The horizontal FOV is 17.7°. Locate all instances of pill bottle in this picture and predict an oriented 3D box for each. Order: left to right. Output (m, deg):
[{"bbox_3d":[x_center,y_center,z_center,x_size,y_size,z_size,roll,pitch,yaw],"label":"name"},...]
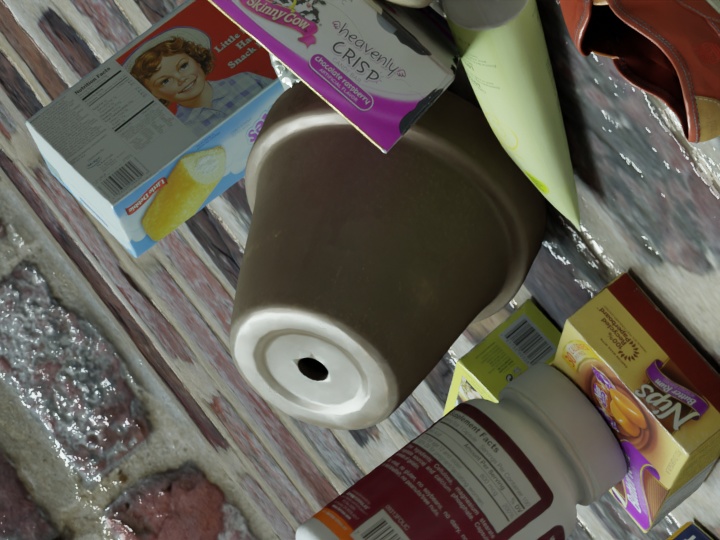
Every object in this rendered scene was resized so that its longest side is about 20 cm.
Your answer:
[{"bbox_3d":[0.068,0.155,1.509,0.114,0.200,0.114,50,166,17],"label":"pill bottle"}]

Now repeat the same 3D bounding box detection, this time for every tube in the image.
[{"bbox_3d":[0.091,-0.099,1.340,0.052,0.058,0.200,2,150,17],"label":"tube"}]

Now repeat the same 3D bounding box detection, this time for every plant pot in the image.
[{"bbox_3d":[0.000,0.000,1.463,0.200,0.175,0.200,15,139,14],"label":"plant pot"}]

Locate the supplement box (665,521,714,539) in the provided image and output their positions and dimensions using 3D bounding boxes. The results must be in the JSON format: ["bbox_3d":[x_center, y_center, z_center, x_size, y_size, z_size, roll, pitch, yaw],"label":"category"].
[{"bbox_3d":[0.206,0.297,1.651,0.110,0.200,0.109,41,163,38],"label":"supplement box"}]

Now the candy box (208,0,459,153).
[{"bbox_3d":[-0.011,-0.145,1.320,0.136,0.061,0.200,41,-169,-4],"label":"candy box"}]

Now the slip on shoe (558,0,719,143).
[{"bbox_3d":[0.120,-0.136,1.117,0.200,0.061,0.074,47,168,25],"label":"slip on shoe"}]

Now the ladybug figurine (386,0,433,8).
[{"bbox_3d":[-0.013,-0.221,1.260,0.136,0.072,0.200,26,-161,-53],"label":"ladybug figurine"}]

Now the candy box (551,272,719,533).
[{"bbox_3d":[0.180,0.090,1.512,0.117,0.056,0.200,49,165,14],"label":"candy box"}]

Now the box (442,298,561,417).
[{"bbox_3d":[0.105,0.089,1.723,0.050,0.075,0.200,46,165,13],"label":"box"}]

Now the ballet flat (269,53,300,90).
[{"bbox_3d":[-0.032,-0.166,1.540,0.072,0.072,0.200,35,159,50],"label":"ballet flat"}]

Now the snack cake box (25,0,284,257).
[{"bbox_3d":[-0.126,-0.117,1.675,0.115,0.200,0.067,43,164,34],"label":"snack cake box"}]
